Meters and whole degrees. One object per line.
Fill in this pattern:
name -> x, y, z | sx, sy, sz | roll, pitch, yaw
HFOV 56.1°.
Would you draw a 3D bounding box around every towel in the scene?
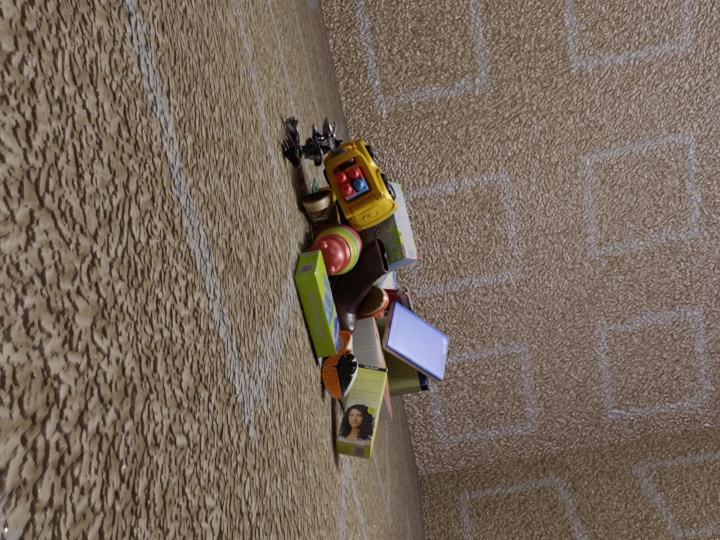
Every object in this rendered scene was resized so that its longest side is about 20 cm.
towel -> 0.033, 0.080, 1.770 | 0.144, 0.198, 0.023 | 66, 27, -67

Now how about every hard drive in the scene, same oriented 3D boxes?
hard drive -> 0.144, 0.184, 1.738 | 0.199, 0.025, 0.133 | 34, 51, -27

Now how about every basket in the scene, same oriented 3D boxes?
basket -> 0.075, 0.030, 2.580 | 0.199, 0.138, 0.178 | -19, 99, -54

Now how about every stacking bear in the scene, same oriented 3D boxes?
stacking bear -> -0.063, -0.038, 1.480 | 0.200, 0.113, 0.123 | -50, 129, -78

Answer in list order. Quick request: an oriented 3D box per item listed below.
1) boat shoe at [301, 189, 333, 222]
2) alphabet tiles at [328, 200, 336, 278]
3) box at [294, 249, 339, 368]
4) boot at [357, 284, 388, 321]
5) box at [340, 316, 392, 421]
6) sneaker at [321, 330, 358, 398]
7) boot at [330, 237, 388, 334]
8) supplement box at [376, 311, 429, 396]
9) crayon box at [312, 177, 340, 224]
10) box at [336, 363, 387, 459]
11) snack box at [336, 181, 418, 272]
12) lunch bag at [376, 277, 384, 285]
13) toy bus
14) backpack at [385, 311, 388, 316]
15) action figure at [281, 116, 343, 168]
boat shoe -> -0.091, -0.145, 1.546 | 0.200, 0.071, 0.065 | -80, 158, -80
alphabet tiles -> -0.071, -0.064, 1.671 | 0.167, 0.007, 0.202 | -83, 178, -73
box -> -0.081, 0.076, 1.338 | 0.122, 0.047, 0.202 | -88, 165, -67
boot -> 0.029, 0.085, 1.665 | 0.199, 0.106, 0.076 | -19, -119, 58
box -> 0.004, 0.241, 1.619 | 0.153, 0.105, 0.201 | 74, 7, -47
sneaker -> -0.037, 0.213, 1.416 | 0.201, 0.075, 0.093 | -89, 172, -62
boot -> -0.003, 0.038, 1.575 | 0.072, 0.166, 0.202 | 20, 50, -40
supplement box -> 0.070, 0.236, 1.832 | 0.134, 0.198, 0.202 | 64, 16, -71
crayon box -> -0.078, -0.142, 1.804 | 0.126, 0.051, 0.202 | -89, 167, -67
box -> 0.005, 0.291, 1.416 | 0.201, 0.074, 0.050 | -76, 171, -47
snack box -> 0.040, -0.094, 1.656 | 0.067, 0.168, 0.202 | 4, 68, -51
lunch bag -> 0.009, -0.026, 2.041 | 0.160, 0.077, 0.200 | 36, -4, 10
toy bus -> -0.020, -0.209, 1.528 | 0.201, 0.135, 0.192 | 65, 11, 12
backpack -> 0.035, 0.160, 2.026 | 0.167, 0.125, 0.202 | -21, 98, -83
action figure -> -0.104, -0.286, 1.470 | 0.200, 0.118, 0.103 | -73, 157, -68
